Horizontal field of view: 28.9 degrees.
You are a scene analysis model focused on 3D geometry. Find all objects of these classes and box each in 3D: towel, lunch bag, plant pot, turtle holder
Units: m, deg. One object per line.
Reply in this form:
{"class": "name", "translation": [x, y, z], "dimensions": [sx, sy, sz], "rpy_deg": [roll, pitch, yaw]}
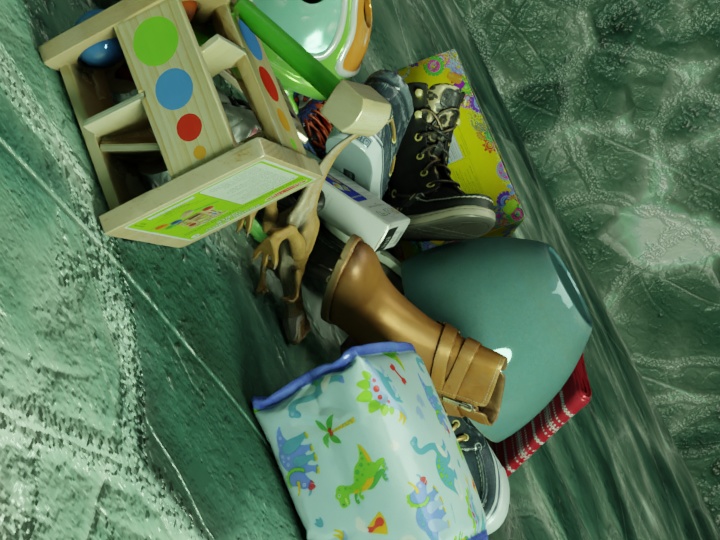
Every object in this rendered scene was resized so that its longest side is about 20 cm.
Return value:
{"class": "towel", "translation": [0.163, 0.153, 1.444], "dimensions": [0.022, 0.200, 0.145], "rpy_deg": [33, 26, -17]}
{"class": "lunch bag", "translation": [0.023, 0.150, 1.079], "dimensions": [0.199, 0.126, 0.172], "rpy_deg": [-2, 68, -64]}
{"class": "plant pot", "translation": [0.146, 0.046, 1.362], "dimensions": [0.201, 0.134, 0.201], "rpy_deg": [54, 16, -23]}
{"class": "turtle holder", "translation": [-0.070, -0.252, 1.326], "dimensions": [0.186, 0.132, 0.140], "rpy_deg": [47, 28, 22]}

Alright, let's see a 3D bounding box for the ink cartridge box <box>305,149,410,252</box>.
{"class": "ink cartridge box", "translation": [-0.050, -0.086, 1.266], "dimensions": [0.199, 0.037, 0.095], "rpy_deg": [36, 12, 8]}

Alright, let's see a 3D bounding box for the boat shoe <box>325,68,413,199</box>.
{"class": "boat shoe", "translation": [0.009, -0.111, 1.357], "dimensions": [0.070, 0.091, 0.201], "rpy_deg": [30, -22, 6]}

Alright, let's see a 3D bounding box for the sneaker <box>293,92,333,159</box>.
{"class": "sneaker", "translation": [-0.046, -0.153, 1.408], "dimensions": [0.076, 0.078, 0.201], "rpy_deg": [59, 16, -20]}

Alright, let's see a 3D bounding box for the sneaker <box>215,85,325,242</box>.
{"class": "sneaker", "translation": [-0.094, -0.112, 1.159], "dimensions": [0.201, 0.083, 0.077], "rpy_deg": [55, 17, -37]}

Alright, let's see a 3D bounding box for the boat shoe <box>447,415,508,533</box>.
{"class": "boat shoe", "translation": [0.081, 0.161, 1.369], "dimensions": [0.091, 0.070, 0.202], "rpy_deg": [43, 22, -44]}

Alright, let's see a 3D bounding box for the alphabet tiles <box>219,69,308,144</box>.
{"class": "alphabet tiles", "translation": [-0.129, -0.192, 1.148], "dimensions": [0.199, 0.008, 0.168], "rpy_deg": [38, 12, -24]}

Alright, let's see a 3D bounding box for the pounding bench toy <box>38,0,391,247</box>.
{"class": "pounding bench toy", "translation": [-0.093, -0.131, 0.963], "dimensions": [0.158, 0.198, 0.124], "rpy_deg": [68, 15, 9]}

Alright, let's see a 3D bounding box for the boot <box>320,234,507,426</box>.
{"class": "boot", "translation": [0.049, 0.059, 1.201], "dimensions": [0.077, 0.154, 0.201], "rpy_deg": [-54, 154, -32]}

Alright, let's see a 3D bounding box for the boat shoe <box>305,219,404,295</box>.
{"class": "boat shoe", "translation": [-0.002, -0.002, 1.361], "dimensions": [0.072, 0.061, 0.201], "rpy_deg": [38, 2, 24]}

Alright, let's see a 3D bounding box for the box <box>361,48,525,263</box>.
{"class": "box", "translation": [0.077, -0.106, 1.558], "dimensions": [0.193, 0.121, 0.202], "rpy_deg": [108, -40, -77]}

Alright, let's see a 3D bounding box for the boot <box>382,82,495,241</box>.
{"class": "boot", "translation": [0.073, -0.107, 1.364], "dimensions": [0.200, 0.072, 0.153], "rpy_deg": [175, -77, -68]}

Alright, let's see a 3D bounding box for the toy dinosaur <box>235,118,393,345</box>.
{"class": "toy dinosaur", "translation": [-0.052, -0.041, 1.151], "dimensions": [0.060, 0.202, 0.106], "rpy_deg": [26, 16, 32]}
